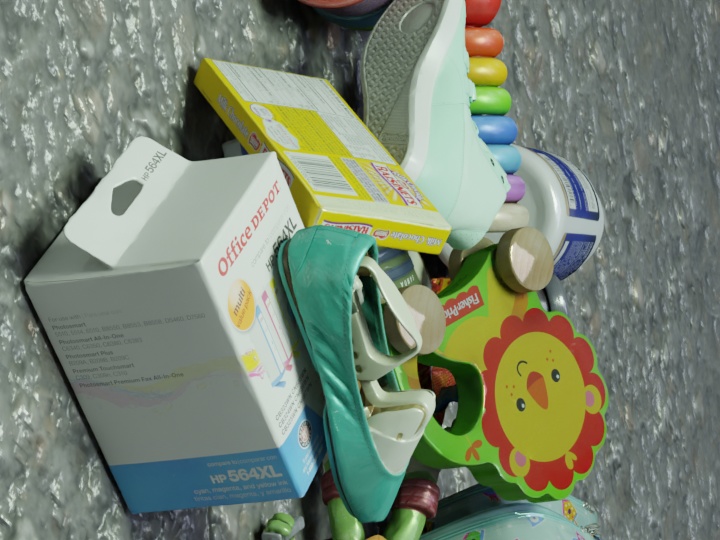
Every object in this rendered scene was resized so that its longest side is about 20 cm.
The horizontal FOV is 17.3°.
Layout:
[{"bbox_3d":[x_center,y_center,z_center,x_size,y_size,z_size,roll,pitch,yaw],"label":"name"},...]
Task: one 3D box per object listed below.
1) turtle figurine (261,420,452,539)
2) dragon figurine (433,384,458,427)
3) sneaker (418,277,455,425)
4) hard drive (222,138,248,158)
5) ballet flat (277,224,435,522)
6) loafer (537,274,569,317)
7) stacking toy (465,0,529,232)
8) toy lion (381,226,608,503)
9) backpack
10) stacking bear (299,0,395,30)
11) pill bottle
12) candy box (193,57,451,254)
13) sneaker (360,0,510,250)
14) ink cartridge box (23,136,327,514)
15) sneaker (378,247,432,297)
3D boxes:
[{"bbox_3d":[0.013,0.184,1.622,0.200,0.144,0.194,53,37,-52],"label":"turtle figurine"},{"bbox_3d":[0.111,0.095,1.750,0.200,0.099,0.059,67,35,-53],"label":"dragon figurine"},{"bbox_3d":[0.042,0.080,1.817,0.200,0.073,0.077,-62,159,-44],"label":"sneaker"},{"bbox_3d":[-0.041,-0.005,1.692,0.132,0.025,0.200,-29,109,-62],"label":"hard drive"},{"bbox_3d":[0.007,0.066,1.434,0.067,0.070,0.200,-48,128,-57],"label":"ballet flat"},{"bbox_3d":[0.109,0.051,1.884,0.200,0.063,0.072,123,-46,-68],"label":"loafer"},{"bbox_3d":[0.081,-0.128,1.731,0.085,0.085,0.200,-4,94,-64],"label":"stacking toy"},{"bbox_3d":[0.093,0.079,1.660,0.200,0.069,0.192,-26,100,-44],"label":"toy lion"},{"bbox_3d":[0.106,0.242,1.769,0.200,0.176,0.154,31,40,-58],"label":"backpack"},{"bbox_3d":[0.011,-0.232,1.772,0.200,0.121,0.114,15,67,-71],"label":"stacking bear"},{"bbox_3d":[0.134,-0.043,1.951,0.200,0.115,0.116,3,81,-71],"label":"pill bottle"},{"bbox_3d":[-0.028,-0.077,1.554,0.102,0.200,0.026,10,117,-34],"label":"candy box"},{"bbox_3d":[0.059,-0.108,1.671,0.118,0.074,0.201,40,47,-38],"label":"sneaker"},{"bbox_3d":[-0.102,0.028,1.444,0.200,0.125,0.129,69,29,-28],"label":"ink cartridge box"},{"bbox_3d":[0.000,0.000,1.665,0.200,0.067,0.090,58,30,-46],"label":"sneaker"}]
